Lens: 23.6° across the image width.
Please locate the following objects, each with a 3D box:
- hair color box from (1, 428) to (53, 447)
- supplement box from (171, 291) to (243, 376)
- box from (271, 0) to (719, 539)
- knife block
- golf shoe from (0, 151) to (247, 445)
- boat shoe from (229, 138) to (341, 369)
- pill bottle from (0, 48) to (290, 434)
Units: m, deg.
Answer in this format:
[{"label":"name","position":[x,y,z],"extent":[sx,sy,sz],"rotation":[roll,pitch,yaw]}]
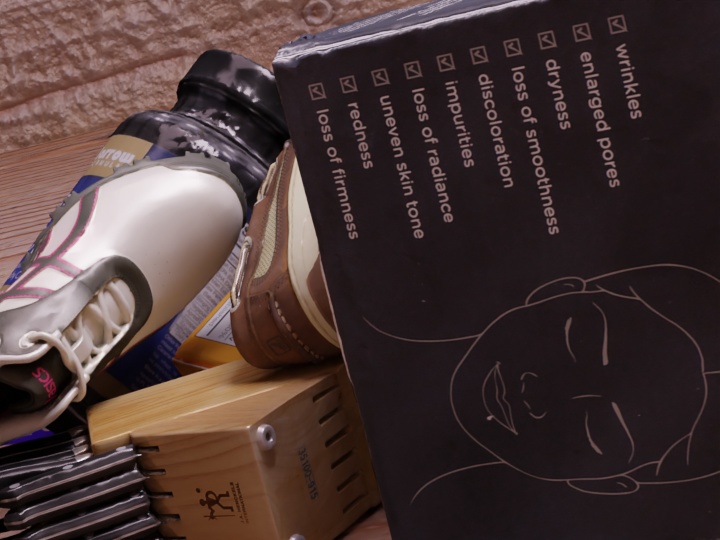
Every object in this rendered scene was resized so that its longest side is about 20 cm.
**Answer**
[{"label":"hair color box","position":[-0.231,0.066,1.030],"extent":[0.199,0.065,0.109],"rotation":[-9,12,18]},{"label":"supplement box","position":[0.000,0.000,0.852],"extent":[0.069,0.067,0.200],"rotation":[13,53,46]},{"label":"box","position":[0.098,-0.011,0.630],"extent":[0.195,0.201,0.124],"rotation":[-9,12,25]},{"label":"knife block","position":[-0.080,0.083,0.746],"extent":[0.175,0.064,0.200],"rotation":[-6,14,34]},{"label":"golf shoe","position":[-0.125,0.026,0.749],"extent":[0.199,0.077,0.088],"rotation":[-35,32,-10]},{"label":"boat shoe","position":[-0.021,-0.030,0.781],"extent":[0.075,0.075,0.203],"rotation":[-30,23,25]},{"label":"pill bottle","position":[-0.101,-0.008,0.874],"extent":[0.112,0.112,0.201],"rotation":[4,57,58]}]
